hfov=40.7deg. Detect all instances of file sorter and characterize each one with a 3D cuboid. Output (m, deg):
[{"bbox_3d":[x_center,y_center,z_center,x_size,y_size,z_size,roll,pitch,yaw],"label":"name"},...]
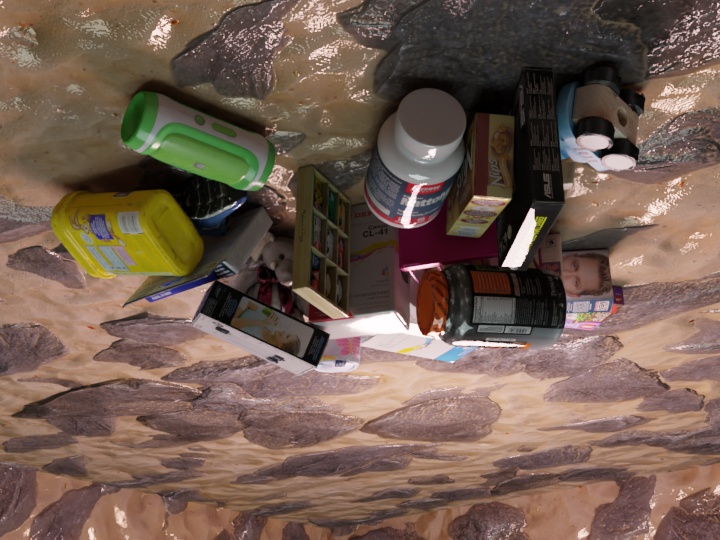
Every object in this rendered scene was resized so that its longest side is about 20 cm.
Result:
[{"bbox_3d":[0.172,-0.057,1.497,0.200,0.139,0.125,-9,155,18],"label":"file sorter"}]

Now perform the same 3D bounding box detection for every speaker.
[{"bbox_3d":[-0.218,-0.173,1.316,0.200,0.089,0.088,18,149,-34],"label":"speaker"}]

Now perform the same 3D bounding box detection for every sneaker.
[{"bbox_3d":[-0.231,-0.099,1.501,0.089,0.079,0.200,12,162,-39],"label":"sneaker"}]

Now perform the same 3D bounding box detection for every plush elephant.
[{"bbox_3d":[-0.139,0.015,1.649,0.165,0.200,0.155,10,131,-19],"label":"plush elephant"}]

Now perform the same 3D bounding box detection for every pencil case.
[{"bbox_3d":[-0.046,0.083,1.725,0.091,0.200,0.083,4,159,-9],"label":"pencil case"}]

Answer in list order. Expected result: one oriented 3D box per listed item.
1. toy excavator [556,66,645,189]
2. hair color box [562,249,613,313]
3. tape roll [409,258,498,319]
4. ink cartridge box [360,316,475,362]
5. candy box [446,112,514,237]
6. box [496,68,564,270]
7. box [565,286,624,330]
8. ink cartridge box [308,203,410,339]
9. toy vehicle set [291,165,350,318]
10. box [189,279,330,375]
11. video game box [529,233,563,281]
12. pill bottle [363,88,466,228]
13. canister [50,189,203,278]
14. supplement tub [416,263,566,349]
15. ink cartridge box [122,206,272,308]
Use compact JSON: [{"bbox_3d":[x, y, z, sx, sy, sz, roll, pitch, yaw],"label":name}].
[{"bbox_3d":[0.288,-0.177,1.316,0.200,0.100,0.194,-5,156,43],"label":"toy excavator"},{"bbox_3d":[0.338,0.023,1.709,0.200,0.100,0.061,-3,153,7],"label":"hair color box"},{"bbox_3d":[0.160,0.012,1.576,0.203,0.203,0.037,-6,132,13],"label":"tape roll"},{"bbox_3d":[0.112,0.062,1.740,0.200,0.147,0.145,11,153,-24],"label":"ink cartridge box"},{"bbox_3d":[0.162,-0.125,1.330,0.055,0.116,0.200,4,167,-5],"label":"candy box"},{"bbox_3d":[0.217,-0.127,1.274,0.047,0.200,0.193,2,156,-2],"label":"box"},{"bbox_3d":[0.387,0.066,1.873,0.200,0.039,0.137,6,155,-13],"label":"box"},{"bbox_3d":[0.000,0.000,1.546,0.147,0.200,0.086,-9,153,18],"label":"ink cartridge box"},{"bbox_3d":[-0.056,-0.042,1.459,0.026,0.200,0.124,-11,154,25],"label":"toy vehicle set"},{"bbox_3d":[-0.159,0.093,1.524,0.200,0.060,0.117,26,161,-10],"label":"box"},{"bbox_3d":[0.237,0.018,1.608,0.200,0.182,0.047,-6,125,14],"label":"video game box"},{"bbox_3d":[0.076,-0.152,1.315,0.119,0.120,0.200,4,155,-7],"label":"pill bottle"},{"bbox_3d":[-0.353,-0.055,1.481,0.200,0.087,0.149,1,136,35],"label":"canister"},{"bbox_3d":[0.190,0.053,1.426,0.200,0.123,0.123,4,155,-13],"label":"supplement tub"},{"bbox_3d":[-0.257,-0.010,1.547,0.199,0.200,0.041,-17,116,34],"label":"ink cartridge box"}]
